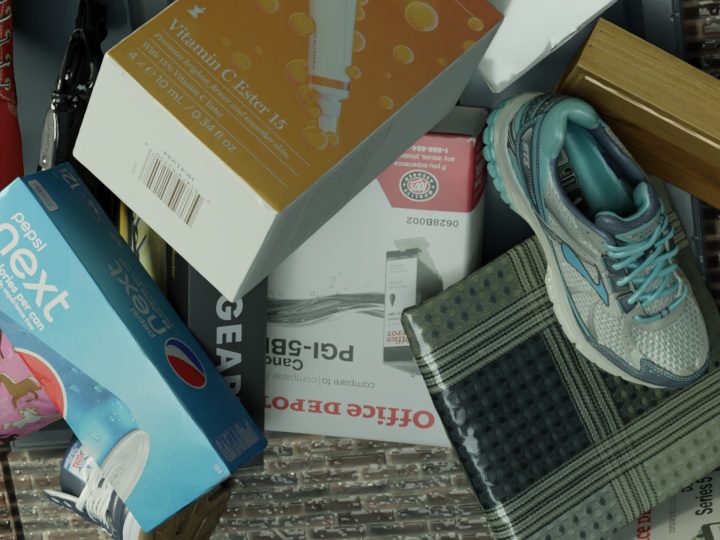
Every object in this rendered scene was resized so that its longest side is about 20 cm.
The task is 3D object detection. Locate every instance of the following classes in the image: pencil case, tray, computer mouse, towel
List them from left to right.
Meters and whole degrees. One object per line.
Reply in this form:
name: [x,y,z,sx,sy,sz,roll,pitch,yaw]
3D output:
pencil case: [-0.221,0.059,1.203,0.200,0.086,0.083,-24,69,44]
computer mouse: [-0.176,-0.058,1.169,0.046,0.140,0.201,14,110,-9]
towel: [0.138,0.064,1.159,0.200,0.035,0.193,-29,100,-19]
tray: [0.209,-0.070,1.113,0.200,0.099,0.037,29,76,0]

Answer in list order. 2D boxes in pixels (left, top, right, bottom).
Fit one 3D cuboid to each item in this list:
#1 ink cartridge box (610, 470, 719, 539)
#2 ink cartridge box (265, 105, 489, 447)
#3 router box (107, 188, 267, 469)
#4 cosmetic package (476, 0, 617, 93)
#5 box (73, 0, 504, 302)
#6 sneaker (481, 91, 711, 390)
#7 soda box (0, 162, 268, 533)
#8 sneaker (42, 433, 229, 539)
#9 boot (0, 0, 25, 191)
ink cartridge box: [0.255,0.182,1.163,0.199,0.146,0.084,-10,106,12]
ink cartridge box: [0.000,0.000,1.182,0.146,0.083,0.201,4,108,8]
router box: [-0.108,0.003,1.163,0.052,0.157,0.201,-6,110,-24]
cosmetic package: [0.061,-0.217,1.100,0.107,0.085,0.200,-35,99,18]
box: [-0.038,-0.101,1.038,0.124,0.200,0.098,42,146,7]
sneaker: [0.144,-0.013,1.095,0.078,0.086,0.200,-39,102,-18]
soda box: [-0.142,0.042,1.071,0.068,0.064,0.200,-36,88,20]
sneaker: [-0.151,0.137,1.202,0.108,0.200,0.070,28,85,8]
boot: [-0.224,-0.131,1.117,0.144,0.072,0.201,-41,60,49]
